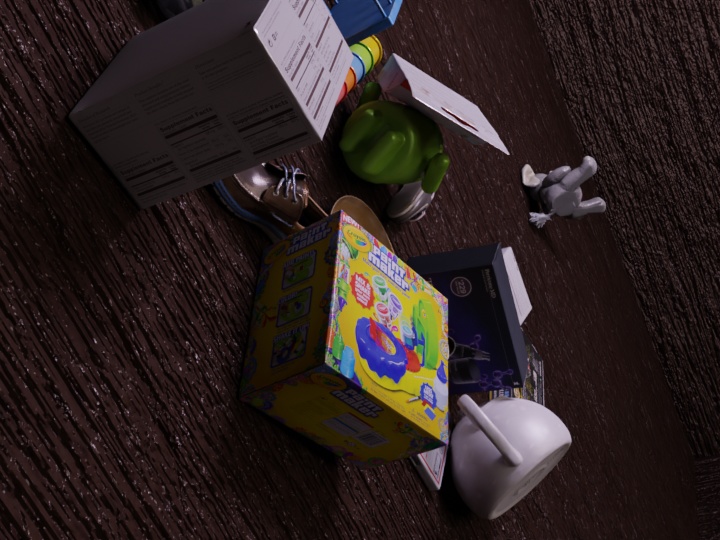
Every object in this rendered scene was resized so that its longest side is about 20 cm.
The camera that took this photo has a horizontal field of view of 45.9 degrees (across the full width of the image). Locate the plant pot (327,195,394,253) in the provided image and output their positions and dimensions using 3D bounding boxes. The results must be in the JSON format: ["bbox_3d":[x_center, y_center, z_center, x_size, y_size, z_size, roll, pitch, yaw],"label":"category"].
[{"bbox_3d":[0.000,0.000,1.131,0.200,0.027,0.201,41,40,-47],"label":"plant pot"}]

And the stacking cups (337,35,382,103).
[{"bbox_3d":[-0.020,-0.281,1.224,0.061,0.060,0.200,61,30,-25],"label":"stacking cups"}]

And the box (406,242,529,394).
[{"bbox_3d":[0.153,0.074,1.232,0.079,0.141,0.201,-61,136,-61],"label":"box"}]

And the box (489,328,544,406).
[{"bbox_3d":[0.290,0.205,1.570,0.160,0.049,0.200,49,35,-36],"label":"box"}]

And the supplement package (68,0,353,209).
[{"bbox_3d":[-0.129,-0.169,0.769,0.111,0.199,0.156,57,29,-32],"label":"supplement package"}]

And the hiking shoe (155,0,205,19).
[{"bbox_3d":[-0.153,-0.325,0.928,0.076,0.100,0.200,66,26,-13],"label":"hiking shoe"}]

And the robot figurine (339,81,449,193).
[{"bbox_3d":[0.048,-0.183,1.232,0.175,0.116,0.200,46,21,15],"label":"robot figurine"}]

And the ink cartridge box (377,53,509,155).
[{"bbox_3d":[0.111,-0.217,1.180,0.162,0.050,0.200,27,25,-20],"label":"ink cartridge box"}]

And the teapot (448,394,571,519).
[{"bbox_3d":[0.197,0.253,1.240,0.197,0.200,0.146,-18,56,-44],"label":"teapot"}]

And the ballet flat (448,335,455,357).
[{"bbox_3d":[0.074,0.108,1.121,0.200,0.068,0.068,-14,96,-64],"label":"ballet flat"}]

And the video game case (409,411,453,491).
[{"bbox_3d":[0.073,0.185,1.179,0.200,0.017,0.143,60,29,-26],"label":"video game case"}]

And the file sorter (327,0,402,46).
[{"bbox_3d":[-0.025,-0.408,1.197,0.123,0.138,0.200,55,31,-28],"label":"file sorter"}]

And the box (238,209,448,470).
[{"bbox_3d":[-0.010,0.080,0.925,0.200,0.122,0.193,38,41,-36],"label":"box"}]

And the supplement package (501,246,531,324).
[{"bbox_3d":[0.190,0.051,1.379,0.200,0.117,0.118,-33,105,-63],"label":"supplement package"}]

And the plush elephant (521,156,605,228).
[{"bbox_3d":[0.483,-0.199,2.097,0.165,0.200,0.155,55,8,-36],"label":"plush elephant"}]

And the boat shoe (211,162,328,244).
[{"bbox_3d":[-0.092,-0.085,0.942,0.200,0.072,0.072,42,39,-48],"label":"boat shoe"}]

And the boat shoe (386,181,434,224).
[{"bbox_3d":[0.091,-0.113,1.337,0.057,0.067,0.200,59,25,-19],"label":"boat shoe"}]
